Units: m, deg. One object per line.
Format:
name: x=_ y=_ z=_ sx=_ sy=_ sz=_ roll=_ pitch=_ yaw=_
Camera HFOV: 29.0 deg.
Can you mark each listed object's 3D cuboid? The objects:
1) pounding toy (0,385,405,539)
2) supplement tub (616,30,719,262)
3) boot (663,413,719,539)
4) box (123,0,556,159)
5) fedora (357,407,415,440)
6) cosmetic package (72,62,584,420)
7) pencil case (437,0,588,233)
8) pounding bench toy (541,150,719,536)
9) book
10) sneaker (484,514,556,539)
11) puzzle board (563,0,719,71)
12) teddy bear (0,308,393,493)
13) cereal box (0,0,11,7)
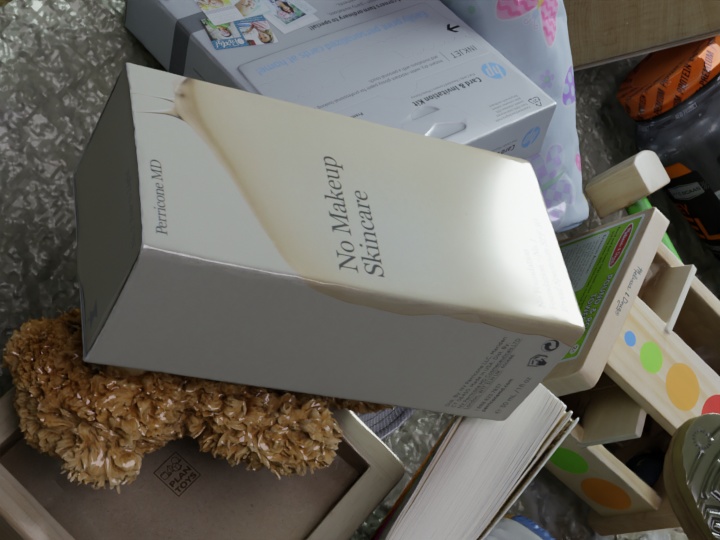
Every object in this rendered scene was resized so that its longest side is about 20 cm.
pounding toy: x=-0.095 y=0.138 z=0.673 sx=0.200 sy=0.142 sz=0.184 roll=45 pitch=56 yaw=2
supplement tub: x=0.274 y=-0.073 z=0.964 sx=0.200 sy=0.122 sz=0.123 roll=50 pitch=57 yaw=-11
boot: x=0.173 y=0.172 z=0.784 sx=0.066 sy=0.200 sz=0.176 roll=-42 pitch=98 yaw=-33
box: x=-0.013 y=-0.115 z=0.773 sx=0.155 sy=0.041 sz=0.200 roll=-25 pitch=57 yaw=-33
fedora: x=0.000 y=0.000 z=0.783 sx=0.177 sy=0.090 sz=0.201 roll=42 pitch=58 yaw=-15
cosmetic package: x=-0.014 y=-0.008 z=0.587 sx=0.198 sy=0.073 sz=0.104 roll=11 pitch=46 yaw=-28
pencil case: x=0.092 y=-0.118 z=0.844 sx=0.090 sy=0.083 sz=0.202 roll=-22 pitch=111 yaw=-38
pounding bench toy: x=0.184 y=0.043 z=0.872 sx=0.156 sy=0.124 sz=0.201 roll=40 pitch=59 yaw=-18
book: x=0.020 y=0.141 z=0.694 sx=0.048 sy=0.200 sz=0.134 roll=38 pitch=58 yaw=5
sneaker: x=0.109 y=0.209 z=0.750 sx=0.088 sy=0.199 sz=0.076 roll=-19 pitch=117 yaw=-33
puzzle board: x=0.205 y=-0.241 z=0.954 sx=0.017 sy=0.150 sz=0.202 roll=25 pitch=62 yaw=-47
teddy bear: x=-0.055 y=0.029 z=0.619 sx=0.198 sy=0.067 sz=0.146 roll=5 pitch=61 yaw=-23
cereal box: x=-0.223 y=-0.217 z=0.672 sx=0.202 sy=0.143 sz=0.039 roll=67 pitch=19 yaw=-1
